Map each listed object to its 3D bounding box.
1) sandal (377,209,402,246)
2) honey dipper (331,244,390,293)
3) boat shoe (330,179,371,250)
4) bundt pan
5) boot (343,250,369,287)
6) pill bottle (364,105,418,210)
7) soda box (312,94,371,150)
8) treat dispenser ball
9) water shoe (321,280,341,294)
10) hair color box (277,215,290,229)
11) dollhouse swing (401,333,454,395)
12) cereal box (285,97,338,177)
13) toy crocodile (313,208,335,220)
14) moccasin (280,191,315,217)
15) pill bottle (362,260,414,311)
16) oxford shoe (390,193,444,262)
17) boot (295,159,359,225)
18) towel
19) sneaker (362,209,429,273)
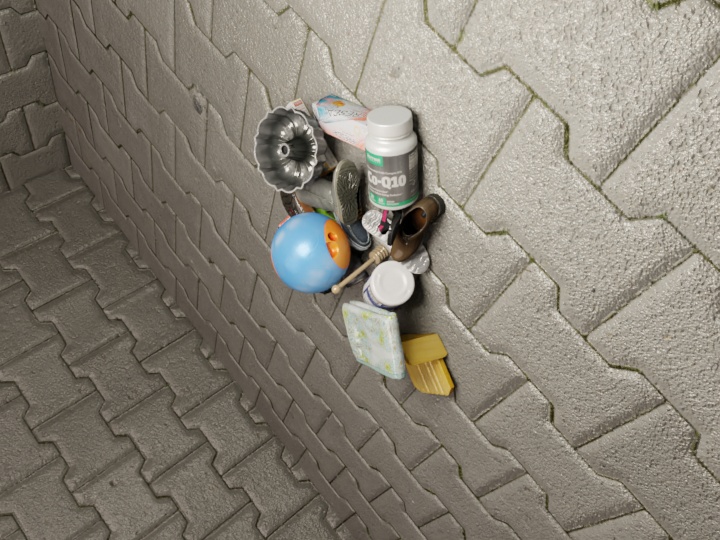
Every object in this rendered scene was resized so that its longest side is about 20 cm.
[{"bbox_3d":[0.065,-0.112,1.435,0.045,0.200,0.076,17,113,-1],"label":"sandal"},{"bbox_3d":[0.000,0.000,1.610,0.038,0.200,0.038,32,145,26],"label":"honey dipper"},{"bbox_3d":[-0.022,-0.148,1.634,0.201,0.071,0.091,60,149,-3],"label":"boat shoe"},{"bbox_3d":[-0.159,-0.288,1.523,0.201,0.076,0.203,8,105,33],"label":"bundt pan"},{"bbox_3d":[-0.041,-0.035,1.707,0.132,0.069,0.200,63,176,-14],"label":"boot"},{"bbox_3d":[0.067,-0.241,1.369,0.113,0.113,0.201,31,142,37],"label":"pill bottle"},{"bbox_3d":[-0.023,-0.338,1.462,0.200,0.063,0.069,31,142,37],"label":"soda box"},{"bbox_3d":[-0.124,-0.044,1.596,0.201,0.200,0.202,36,145,32],"label":"treat dispenser ball"},{"bbox_3d":[-0.123,-0.024,1.895,0.071,0.079,0.201,-4,115,56],"label":"water shoe"},{"bbox_3d":[-0.147,-0.069,1.810,0.200,0.061,0.101,48,171,-5],"label":"hair color box"},{"bbox_3d":[0.126,0.267,1.729,0.200,0.181,0.177,-10,90,58],"label":"dollhouse swing"},{"bbox_3d":[-0.148,-0.332,1.677,0.201,0.039,0.144,59,149,-3],"label":"cereal box"},{"bbox_3d":[-0.132,-0.176,1.787,0.200,0.062,0.068,34,117,26],"label":"toy crocodile"},{"bbox_3d":[-0.153,-0.171,1.724,0.074,0.078,0.202,-36,83,49],"label":"moccasin"},{"bbox_3d":[0.066,0.050,1.633,0.111,0.111,0.200,54,166,5],"label":"pill bottle"},{"bbox_3d":[0.108,-0.088,1.440,0.073,0.084,0.201,42,134,16],"label":"oxford shoe"},{"bbox_3d":[-0.089,-0.217,1.581,0.200,0.072,0.183,39,137,42],"label":"boot"},{"bbox_3d":[0.034,0.172,1.618,0.199,0.048,0.172,14,123,51],"label":"towel"},{"bbox_3d":[0.093,-0.073,1.561,0.200,0.075,0.082,46,-175,8],"label":"sneaker"}]
